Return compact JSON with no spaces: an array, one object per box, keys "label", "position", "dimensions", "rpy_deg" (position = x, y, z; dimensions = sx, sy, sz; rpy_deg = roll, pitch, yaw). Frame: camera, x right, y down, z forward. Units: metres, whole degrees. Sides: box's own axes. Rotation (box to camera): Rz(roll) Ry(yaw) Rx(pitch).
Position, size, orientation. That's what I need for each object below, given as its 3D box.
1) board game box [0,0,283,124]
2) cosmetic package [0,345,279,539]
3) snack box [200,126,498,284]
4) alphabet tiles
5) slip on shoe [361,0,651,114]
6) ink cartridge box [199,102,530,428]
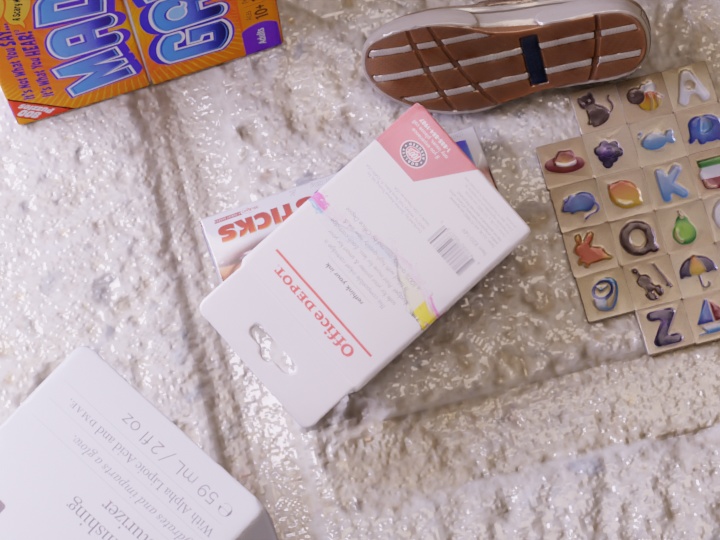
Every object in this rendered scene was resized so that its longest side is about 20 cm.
[{"label":"board game box","position":[-0.181,-0.252,1.805],"dimensions":[0.199,0.200,0.201],"rpy_deg":[-18,70,-3]},{"label":"cosmetic package","position":[-0.174,0.190,1.656],"dimensions":[0.165,0.165,0.200],"rpy_deg":[40,76,17]},{"label":"snack box","position":[-0.004,-0.032,1.806],"dimensions":[0.199,0.024,0.072],"rpy_deg":[-19,73,-4]},{"label":"alphabet tiles","position":[0.217,-0.044,1.810],"dimensions":[0.166,0.006,0.201],"rpy_deg":[-14,69,-2]},{"label":"slip on shoe","position":[0.101,-0.160,1.834],"dimensions":[0.199,0.076,0.061],"rpy_deg":[-10,29,8]},{"label":"ink cartridge box","position":[0.000,0.000,1.751],"dimensions":[0.200,0.067,0.117],"rpy_deg":[-41,90,-6]}]
